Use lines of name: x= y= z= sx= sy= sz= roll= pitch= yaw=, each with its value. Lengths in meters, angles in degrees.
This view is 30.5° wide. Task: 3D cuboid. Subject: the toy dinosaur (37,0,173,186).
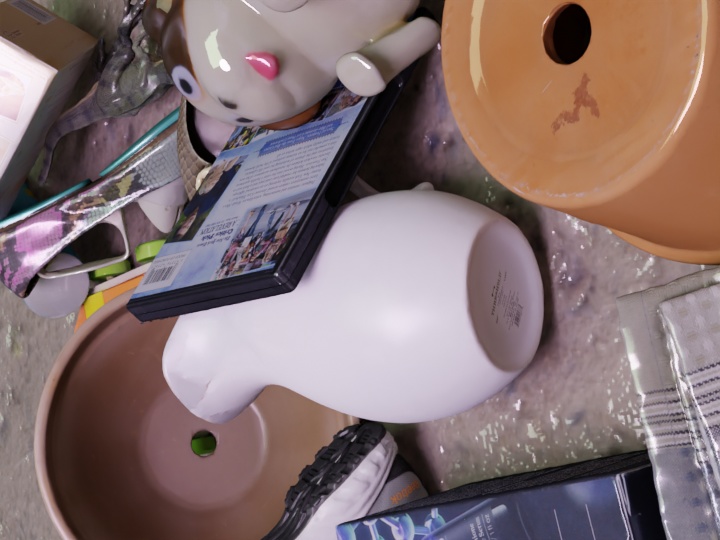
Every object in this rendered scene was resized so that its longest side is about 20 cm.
toy dinosaur: x=-0.171 y=-0.138 z=0.942 sx=0.199 sy=0.047 sz=0.089 roll=-24 pitch=55 yaw=35

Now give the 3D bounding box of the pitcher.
pitcher: x=0.000 y=0.000 z=0.735 sx=0.199 sy=0.121 sz=0.173 roll=-7 pitch=61 yaw=37

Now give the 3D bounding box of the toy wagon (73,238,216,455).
toy wagon: x=-0.142 y=0.058 z=0.950 sx=0.199 sy=0.039 sz=0.157 roll=-18 pitch=81 yaw=47

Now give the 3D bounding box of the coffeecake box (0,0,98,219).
coffeecake box: x=-0.280 y=-0.090 z=0.967 sx=0.201 sy=0.073 sz=0.154 roll=-58 pitch=9 yaw=14

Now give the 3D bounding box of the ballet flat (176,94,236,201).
ballet flat: x=-0.086 y=-0.125 z=0.850 sx=0.067 sy=0.046 sz=0.202 roll=6 pitch=97 yaw=4

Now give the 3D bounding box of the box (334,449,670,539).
box: x=0.100 y=0.175 z=0.649 sx=0.199 sy=0.106 sz=0.150 roll=-22 pitch=79 yaw=48

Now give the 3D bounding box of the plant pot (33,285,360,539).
plant pot: x=-0.100 y=0.108 z=0.840 sx=0.093 sy=0.199 sz=0.203 roll=116 pitch=142 yaw=-81

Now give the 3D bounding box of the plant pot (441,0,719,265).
plant pot: x=0.129 y=-0.099 z=0.565 sx=0.199 sy=0.139 sz=0.202 roll=5 pitch=97 yaw=47

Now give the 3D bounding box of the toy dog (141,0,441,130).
toy dog: x=-0.027 y=-0.165 z=0.696 sx=0.200 sy=0.139 sz=0.194 roll=-47 pitch=37 yaw=12

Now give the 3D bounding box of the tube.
tube: x=-0.262 y=-0.019 z=1.052 sx=0.200 sy=0.050 sz=0.078 roll=38 pitch=117 yaw=59

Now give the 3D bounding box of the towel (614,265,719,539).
towel: x=0.211 y=0.077 z=0.518 sx=0.198 sy=0.034 sz=0.194 roll=-18 pitch=80 yaw=22

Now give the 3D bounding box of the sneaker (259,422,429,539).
sneaker: x=-0.035 y=0.183 z=0.752 sx=0.079 sy=0.200 sz=0.074 roll=48 pitch=169 yaw=-16

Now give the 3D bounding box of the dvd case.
dvd case: x=-0.044 y=-0.060 z=0.751 sx=0.142 sy=0.018 sz=0.201 roll=-11 pitch=42 yaw=47

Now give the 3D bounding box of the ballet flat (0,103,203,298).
ballet flat: x=-0.171 y=-0.045 z=0.923 sx=0.199 sy=0.069 sz=0.072 roll=-31 pitch=100 yaw=7
